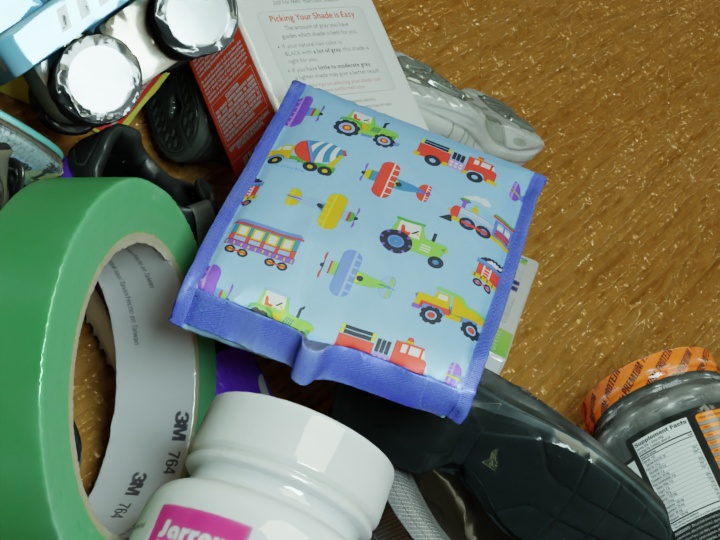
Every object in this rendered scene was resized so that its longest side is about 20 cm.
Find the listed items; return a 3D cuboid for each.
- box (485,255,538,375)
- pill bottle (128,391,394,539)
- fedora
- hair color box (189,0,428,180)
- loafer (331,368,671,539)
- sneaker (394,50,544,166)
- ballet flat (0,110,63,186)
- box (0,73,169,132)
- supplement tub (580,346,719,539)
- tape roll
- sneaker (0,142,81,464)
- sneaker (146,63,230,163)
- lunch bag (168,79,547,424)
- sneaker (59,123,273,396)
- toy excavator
[{"bbox_3d":[0.029,0.006,1.086,0.143,0.037,0.200,25,18,4],"label":"box"},{"bbox_3d":[-0.062,0.165,0.805,0.113,0.113,0.201,31,66,-19],"label":"pill bottle"},{"bbox_3d":[0.057,0.146,1.017,0.176,0.090,0.201,6,44,-44],"label":"fedora"},{"bbox_3d":[-0.050,-0.151,1.078,0.110,0.064,0.201,-10,72,-40],"label":"hair color box"},{"bbox_3d":[0.081,0.089,0.958,0.199,0.073,0.072,33,28,-9],"label":"loafer"},{"bbox_3d":[0.044,-0.080,1.201,0.199,0.100,0.078,19,19,-50],"label":"sneaker"},{"bbox_3d":[-0.257,-0.083,0.957,0.199,0.074,0.075,31,39,-14],"label":"ballet flat"},{"bbox_3d":[-0.213,-0.149,1.044,0.199,0.075,0.050,23,44,-30],"label":"box"},{"bbox_3d":[0.221,0.158,1.140,0.122,0.122,0.201,6,52,-41],"label":"supplement tub"},{"bbox_3d":[-0.127,0.056,0.856,0.200,0.048,0.202,1,90,-72],"label":"tape roll"},{"bbox_3d":[-0.193,0.014,0.881,0.076,0.114,0.200,-25,77,-50],"label":"sneaker"},{"bbox_3d":[-0.092,-0.155,1.156,0.114,0.076,0.201,6,55,-43],"label":"sneaker"},{"bbox_3d":[0.000,0.000,0.908,0.150,0.095,0.200,21,28,3],"label":"lunch bag"},{"bbox_3d":[-0.103,0.005,0.984,0.201,0.100,0.069,53,40,10],"label":"sneaker"},{"bbox_3d":[-0.194,-0.162,0.964,0.194,0.100,0.201,-36,101,-15],"label":"toy excavator"}]
